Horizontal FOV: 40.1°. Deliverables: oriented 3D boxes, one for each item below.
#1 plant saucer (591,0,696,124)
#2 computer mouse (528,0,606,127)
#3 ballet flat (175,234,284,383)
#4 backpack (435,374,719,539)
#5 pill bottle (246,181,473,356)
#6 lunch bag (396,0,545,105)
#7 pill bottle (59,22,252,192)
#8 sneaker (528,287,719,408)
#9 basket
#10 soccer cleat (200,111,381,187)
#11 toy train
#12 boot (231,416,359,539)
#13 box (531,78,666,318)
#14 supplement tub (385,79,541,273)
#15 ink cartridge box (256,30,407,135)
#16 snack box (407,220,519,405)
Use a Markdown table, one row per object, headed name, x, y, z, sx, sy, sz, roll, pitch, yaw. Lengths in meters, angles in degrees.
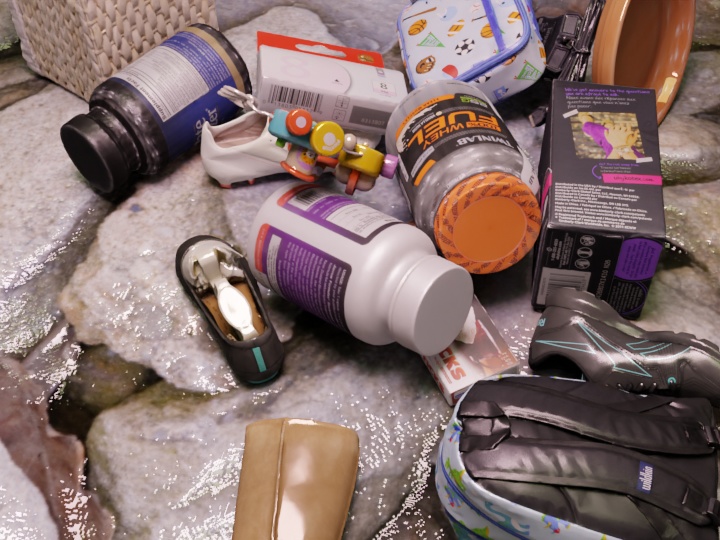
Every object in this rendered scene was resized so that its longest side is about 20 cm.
| name | x | y | z | sx | sy | sz | roll | pitch | yaw |
| --- | --- | --- | --- | --- | --- | --- | --- | --- | --- |
| plant saucer | 0.297 | -0.240 | 1.045 | 0.037 | 0.201 | 0.200 | 18 | 52 | 35 |
| computer mouse | 0.217 | -0.219 | 1.094 | 0.046 | 0.200 | 0.141 | 20 | 89 | -14 |
| ballet flat | -0.127 | 0.017 | 0.937 | 0.068 | 0.069 | 0.200 | -28 | 53 | -13 |
| backpack | 0.157 | 0.159 | 0.762 | 0.199 | 0.154 | 0.164 | 18 | 52 | -9 |
| pill bottle | 0.000 | 0.000 | 0.894 | 0.199 | 0.112 | 0.111 | 26 | 55 | 37 |
| lunch bag | 0.126 | -0.267 | 1.118 | 0.160 | 0.076 | 0.201 | -27 | 45 | 21 |
| pill bottle | -0.223 | -0.176 | 1.082 | 0.112 | 0.112 | 0.200 | 32 | 59 | 27 |
| sneaker | 0.241 | 0.087 | 0.861 | 0.199 | 0.076 | 0.079 | 23 | 67 | 30 |
| basket | -0.291 | -0.323 | 1.162 | 0.160 | 0.201 | 0.198 | 35 | 60 | 22 |
| soccer cleat | -0.074 | -0.142 | 1.063 | 0.198 | 0.078 | 0.070 | -12 | 50 | -6 |
| toy train | -0.051 | -0.111 | 0.939 | 0.149 | 0.200 | 0.056 | 20 | 92 | 28 |
| boot | -0.096 | 0.211 | 0.777 | 0.174 | 0.066 | 0.201 | 10 | 51 | -4 |
| box | 0.225 | -0.071 | 0.951 | 0.105 | 0.123 | 0.201 | 6 | 50 | 6 |
| supplement tub | 0.099 | -0.092 | 0.953 | 0.122 | 0.123 | 0.200 | -11 | 35 | -5 |
| ink cartridge box | -0.036 | -0.229 | 1.104 | 0.161 | 0.057 | 0.201 | 8 | 41 | -13 |
| snack box | 0.071 | 0.034 | 0.937 | 0.071 | 0.024 | 0.201 | -22 | 51 | -11 |
